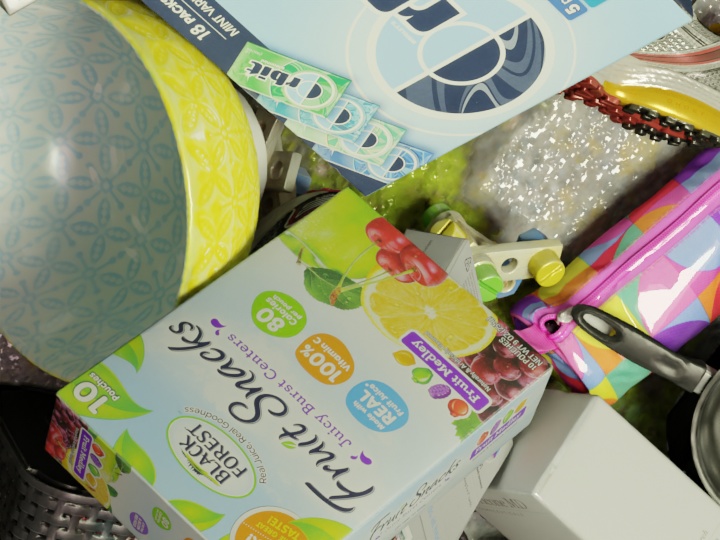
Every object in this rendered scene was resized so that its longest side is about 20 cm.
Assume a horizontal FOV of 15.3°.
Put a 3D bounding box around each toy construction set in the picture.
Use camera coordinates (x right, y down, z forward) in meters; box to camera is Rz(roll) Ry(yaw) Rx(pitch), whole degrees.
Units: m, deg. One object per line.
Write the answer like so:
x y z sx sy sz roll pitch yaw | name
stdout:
0.000 0.000 1.445 0.200 0.092 0.131 26 114 -24 | toy construction set

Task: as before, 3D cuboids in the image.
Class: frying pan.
0.204 0.085 1.482 0.189 0.031 0.115 10 106 9 | frying pan

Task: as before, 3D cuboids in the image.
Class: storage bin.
-0.111 0.140 1.433 0.199 0.135 0.094 11 107 -26 | storage bin

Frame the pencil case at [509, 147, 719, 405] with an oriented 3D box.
0.177 -0.003 1.521 0.200 0.088 0.088 -40 120 -6 | pencil case

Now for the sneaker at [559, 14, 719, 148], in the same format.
0.129 -0.133 1.464 0.200 0.078 0.082 21 82 -28 | sneaker

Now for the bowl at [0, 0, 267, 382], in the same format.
-0.111 -0.050 1.341 0.107 0.200 0.201 -15 119 -42 | bowl

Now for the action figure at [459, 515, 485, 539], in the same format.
0.078 0.183 1.570 0.200 0.069 0.130 24 106 -25 | action figure

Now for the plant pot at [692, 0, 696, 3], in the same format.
0.097 -0.230 1.341 0.199 0.200 0.178 -1 123 -22 | plant pot

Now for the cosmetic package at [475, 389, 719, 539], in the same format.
0.156 0.154 1.506 0.200 0.101 0.071 42 72 -20 | cosmetic package

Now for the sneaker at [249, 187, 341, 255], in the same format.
-0.046 0.045 1.346 0.081 0.075 0.200 36 68 -13 | sneaker

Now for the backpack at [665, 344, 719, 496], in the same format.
0.276 0.080 1.561 0.200 0.163 0.154 -33 135 1 | backpack

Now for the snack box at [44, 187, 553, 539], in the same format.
-0.026 0.064 1.251 0.200 0.142 0.053 -36 157 -34 | snack box

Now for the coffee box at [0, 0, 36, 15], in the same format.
-0.112 -0.215 1.298 0.200 0.114 0.080 -31 116 -9 | coffee box

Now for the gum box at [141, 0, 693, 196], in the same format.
0.027 -0.136 1.260 0.200 0.045 0.170 -28 130 29 | gum box

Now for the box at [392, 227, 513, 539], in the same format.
0.012 0.102 1.365 0.200 0.041 0.156 -57 146 -37 | box
